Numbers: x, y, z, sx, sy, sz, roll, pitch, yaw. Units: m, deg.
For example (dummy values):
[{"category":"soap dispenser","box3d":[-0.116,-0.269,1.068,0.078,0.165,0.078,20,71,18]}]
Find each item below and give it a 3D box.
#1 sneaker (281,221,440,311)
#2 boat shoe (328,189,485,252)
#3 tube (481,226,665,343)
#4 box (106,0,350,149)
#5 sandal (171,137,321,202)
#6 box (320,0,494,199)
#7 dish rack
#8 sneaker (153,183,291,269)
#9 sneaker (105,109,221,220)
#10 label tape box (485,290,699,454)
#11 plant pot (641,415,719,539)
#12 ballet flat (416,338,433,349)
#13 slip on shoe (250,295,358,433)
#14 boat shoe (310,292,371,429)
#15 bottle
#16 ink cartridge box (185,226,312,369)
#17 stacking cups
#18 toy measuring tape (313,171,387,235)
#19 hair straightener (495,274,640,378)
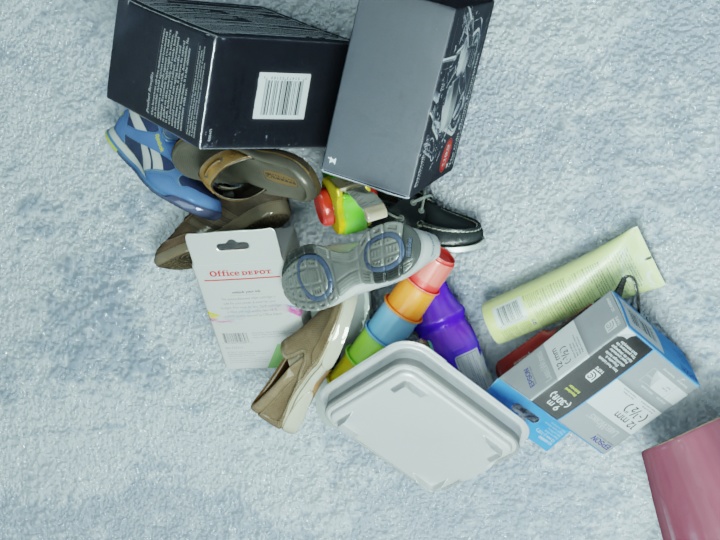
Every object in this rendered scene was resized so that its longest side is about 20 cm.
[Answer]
[{"category":"sneaker","box3d":[0.000,0.000,1.405,0.199,0.087,0.075,-13,82,35]},{"category":"boat shoe","box3d":[0.047,-0.067,1.476,0.198,0.076,0.061,10,112,17]},{"category":"tube","box3d":[0.233,0.023,1.449,0.199,0.058,0.052,-25,59,21]},{"category":"box","box3d":[-0.136,-0.213,1.403,0.198,0.199,0.124,31,116,44]},{"category":"sandal","box3d":[-0.134,-0.102,1.419,0.199,0.055,0.082,18,150,28]},{"category":"box","box3d":[0.053,-0.198,1.383,0.103,0.182,0.202,18,109,14]},{"category":"dish rack","box3d":[0.067,0.171,1.422,0.199,0.044,0.171,36,132,-22]},{"category":"sneaker","box3d":[-0.169,-0.063,1.572,0.199,0.070,0.076,-23,69,25]},{"category":"sneaker","box3d":[-0.223,-0.135,1.536,0.200,0.074,0.082,44,100,27]},{"category":"label tape box","box3d":[0.245,0.132,1.415,0.200,0.066,0.143,-41,126,19]},{"category":"plant pot","box3d":[0.394,0.249,1.378,0.199,0.200,0.180,-30,76,24]},{"category":"ballet flat","box3d":[0.054,0.154,1.481,0.067,0.068,0.201,-13,139,-7]},{"category":"slip on shoe","box3d":[-0.062,0.094,1.484,0.060,0.076,0.201,24,115,-7]},{"category":"boat shoe","box3d":[-0.019,0.084,1.543,0.070,0.064,0.202,9,105,15]},{"category":"bottle","box3d":[0.107,0.100,1.491,0.065,0.084,0.202,-22,93,-10]},{"category":"ink cartridge box","box3d":[-0.122,0.018,1.519,0.116,0.068,0.201,-3,127,14]},{"category":"stacking cups","box3d":[0.035,0.056,1.455,0.060,0.060,0.201,35,109,9]},{"category":"toy measuring tape","box3d":[-0.005,-0.062,1.387,0.073,0.200,0.074,-5,109,-15]},{"category":"hair straightener","box3d":[0.241,0.070,1.450,0.200,0.077,0.041,-46,50,32]}]
